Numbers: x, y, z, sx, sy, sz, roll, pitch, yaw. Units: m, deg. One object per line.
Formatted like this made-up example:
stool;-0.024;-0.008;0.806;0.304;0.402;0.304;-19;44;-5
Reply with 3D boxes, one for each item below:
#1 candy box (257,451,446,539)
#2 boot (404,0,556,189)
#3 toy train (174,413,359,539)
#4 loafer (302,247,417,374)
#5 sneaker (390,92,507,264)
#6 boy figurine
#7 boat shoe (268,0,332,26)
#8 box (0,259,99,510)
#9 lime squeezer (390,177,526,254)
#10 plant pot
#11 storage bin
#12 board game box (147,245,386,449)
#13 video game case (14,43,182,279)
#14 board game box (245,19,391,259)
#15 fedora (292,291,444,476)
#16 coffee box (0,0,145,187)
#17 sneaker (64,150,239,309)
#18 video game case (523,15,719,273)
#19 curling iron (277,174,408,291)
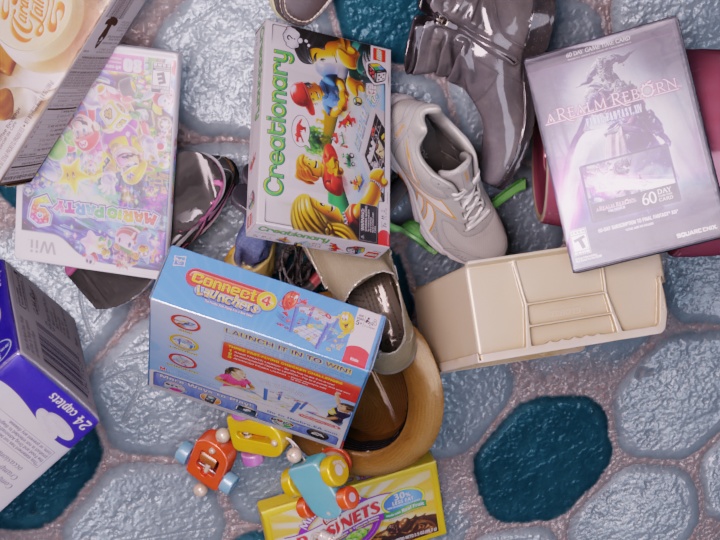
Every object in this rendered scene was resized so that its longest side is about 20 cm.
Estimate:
candy box;-0.008;0.270;1.538;0.199;0.026;0.103;-15;116;-10
boot;0.100;-0.182;1.334;0.131;0.070;0.201;5;103;-17
toy train;-0.085;0.197;1.409;0.199;0.056;0.151;29;131;13
loafer;0.000;0.000;1.304;0.075;0.068;0.201;-28;88;-8
sneaker;0.086;-0.078;1.330;0.076;0.092;0.200;-45;115;-15
boy figurine;-0.112;-0.007;1.325;0.064;0.125;0.200;23;133;-4
boat shoe;-0.021;-0.303;1.228;0.073;0.065;0.201;17;110;-25
box;-0.349;0.121;1.264;0.200;0.184;0.105;-42;121;5
lime squeezer;0.071;-0.049;1.398;0.199;0.038;0.071;-4;119;-14
plant pot;0.259;-0.111;1.352;0.178;0.200;0.201;-1;117;1
storage bin;0.169;0.038;1.371;0.197;0.200;0.094;-8;83;-14
board game box;-0.091;0.075;1.275;0.199;0.056;0.196;19;152;0
video game case;-0.231;-0.099;1.236;0.142;0.018;0.201;8;106;8
board game box;-0.036;-0.117;1.259;0.125;0.201;0.035;9;157;-22
fedora;0.001;0.104;1.409;0.199;0.082;0.202;6;113;15
coffee box;-0.282;-0.183;1.172;0.114;0.080;0.200;37;102;3
sneaker;-0.182;-0.036;1.303;0.200;0.086;0.081;-35;85;24
video game case;0.237;-0.111;1.261;0.142;0.019;0.201;-14;85;16
curling iron;-0.001;-0.051;1.356;0.200;0.026;0.050;-41;96;-8
